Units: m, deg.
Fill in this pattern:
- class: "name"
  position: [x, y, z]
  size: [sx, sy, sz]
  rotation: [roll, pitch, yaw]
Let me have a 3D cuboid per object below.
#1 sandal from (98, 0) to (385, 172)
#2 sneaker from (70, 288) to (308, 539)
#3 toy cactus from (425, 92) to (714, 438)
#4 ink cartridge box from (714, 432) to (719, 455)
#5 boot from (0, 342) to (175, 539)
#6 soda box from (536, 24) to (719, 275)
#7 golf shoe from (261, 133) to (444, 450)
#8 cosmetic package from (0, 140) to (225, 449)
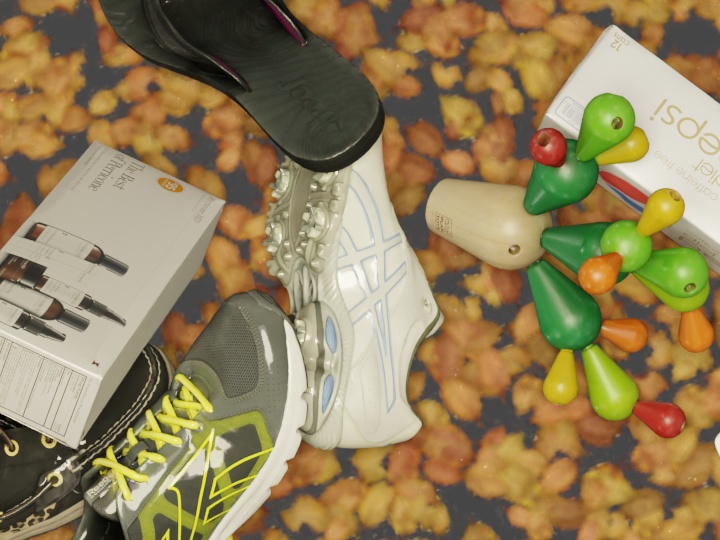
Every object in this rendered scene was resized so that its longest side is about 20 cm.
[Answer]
- class: "sandal"
  position: [-0.066, -0.128, 1.304]
  size: [0.200, 0.048, 0.075]
  rotation: [36, 78, 29]
- class: "sneaker"
  position: [-0.093, 0.102, 1.253]
  size: [0.085, 0.074, 0.200]
  rotation: [10, 107, -41]
- class: "toy cactus"
  position: [0.105, -0.005, 1.289]
  size: [0.165, 0.200, 0.102]
  rotation: [19, 51, 33]
- class: "ink cartridge box"
  position: [0.278, 0.158, 1.294]
  size: [0.116, 0.067, 0.200]
  rotation: [-22, 84, -3]
- class: "boot"
  position: [-0.200, 0.079, 1.253]
  size: [0.200, 0.151, 0.073]
  rotation: [-33, 54, 0]
- class: "soda box"
  position: [0.192, -0.043, 1.318]
  size: [0.200, 0.068, 0.064]
  rotation: [38, 84, 4]
- class: "golf shoe"
  position: [0.000, 0.000, 1.321]
  size: [0.097, 0.078, 0.200]
  rotation: [12, 79, -27]
- class: "cosmetic package"
  position: [-0.140, 0.007, 1.248]
  size: [0.082, 0.200, 0.051]
  rotation: [26, 120, 1]
